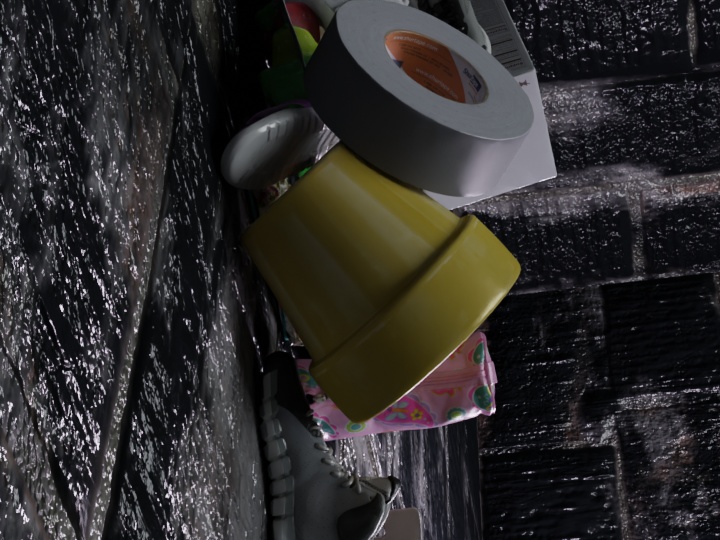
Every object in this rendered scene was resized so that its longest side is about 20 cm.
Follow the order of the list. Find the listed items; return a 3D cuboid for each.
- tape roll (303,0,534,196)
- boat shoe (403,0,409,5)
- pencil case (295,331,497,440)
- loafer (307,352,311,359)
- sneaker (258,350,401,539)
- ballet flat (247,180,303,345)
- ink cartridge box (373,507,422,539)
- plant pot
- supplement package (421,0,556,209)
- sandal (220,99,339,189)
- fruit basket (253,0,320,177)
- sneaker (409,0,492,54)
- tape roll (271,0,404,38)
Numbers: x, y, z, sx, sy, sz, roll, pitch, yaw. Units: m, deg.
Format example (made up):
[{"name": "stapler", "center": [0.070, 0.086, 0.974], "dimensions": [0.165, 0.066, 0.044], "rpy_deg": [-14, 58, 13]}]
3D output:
[{"name": "tape roll", "center": [0.052, -0.154, 1.437], "dimensions": [0.066, 0.199, 0.201], "rpy_deg": [-57, -165, 31]}, {"name": "boat shoe", "center": [0.022, -0.290, 1.700], "dimensions": [0.072, 0.065, 0.200], "rpy_deg": [56, -19, 21]}, {"name": "pencil case", "center": [0.028, 0.111, 1.549], "dimensions": [0.087, 0.198, 0.088], "rpy_deg": [173, -90, -86]}, {"name": "loafer", "center": [-0.010, 0.074, 1.770], "dimensions": [0.200, 0.072, 0.073], "rpy_deg": [-73, 154, -74]}, {"name": "sneaker", "center": [-0.023, 0.166, 1.423], "dimensions": [0.075, 0.115, 0.202], "rpy_deg": [23, 62, -81]}, {"name": "ballet flat", "center": [-0.055, -0.016, 1.533], "dimensions": [0.076, 0.063, 0.201], "rpy_deg": [-82, 164, -51]}, {"name": "ink cartridge box", "center": [0.006, 0.322, 1.503], "dimensions": [0.067, 0.116, 0.202], "rpy_deg": [36, 48, -77]}, {"name": "plant pot", "center": [0.004, -0.003, 1.414], "dimensions": [0.189, 0.201, 0.201], "rpy_deg": [46, 12, -3]}, {"name": "supplement package", "center": [0.113, -0.197, 1.829], "dimensions": [0.201, 0.150, 0.152], "rpy_deg": [-106, 178, -49]}, {"name": "sandal", "center": [-0.065, -0.121, 1.431], "dimensions": [0.202, 0.050, 0.083], "rpy_deg": [-23, 147, -53]}, {"name": "fruit basket", "center": [-0.068, -0.198, 1.590], "dimensions": [0.186, 0.093, 0.201], "rpy_deg": [81, -15, -66]}, {"name": "sneaker", "center": [0.077, -0.262, 1.625], "dimensions": [0.079, 0.074, 0.201], "rpy_deg": [41, 33, -56]}, {"name": "tape roll", "center": [-0.011, -0.225, 1.661], "dimensions": [0.203, 0.070, 0.203], "rpy_deg": [53, -20, 29]}]
